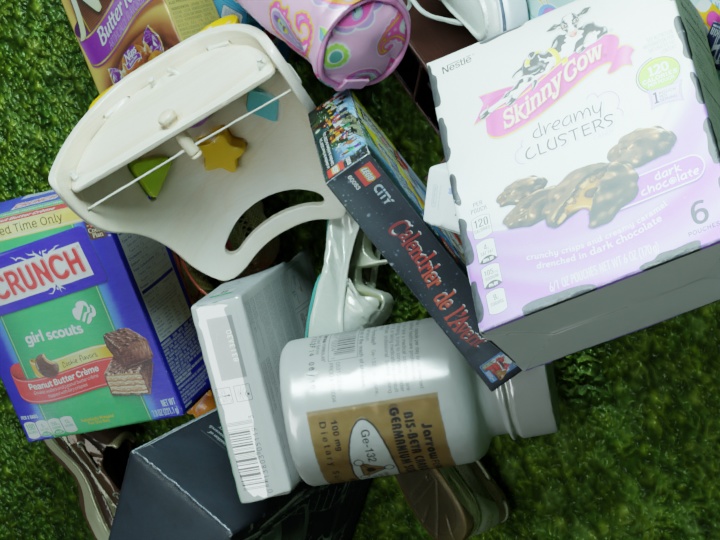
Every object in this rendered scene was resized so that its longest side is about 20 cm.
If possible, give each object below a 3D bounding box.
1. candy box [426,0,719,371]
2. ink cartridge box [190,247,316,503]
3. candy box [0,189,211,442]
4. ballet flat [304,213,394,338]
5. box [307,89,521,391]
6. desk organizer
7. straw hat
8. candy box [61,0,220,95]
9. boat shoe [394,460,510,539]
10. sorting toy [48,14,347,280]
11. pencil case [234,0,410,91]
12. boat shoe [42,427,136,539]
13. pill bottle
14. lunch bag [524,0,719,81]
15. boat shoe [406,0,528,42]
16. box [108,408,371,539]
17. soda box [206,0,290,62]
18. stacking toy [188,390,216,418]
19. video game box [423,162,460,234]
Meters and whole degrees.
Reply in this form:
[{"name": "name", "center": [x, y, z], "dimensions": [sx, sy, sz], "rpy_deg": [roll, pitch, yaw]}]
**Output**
[{"name": "candy box", "center": [0.142, -0.063, 1.245], "dimensions": [0.168, 0.072, 0.200], "rpy_deg": [-22, 57, 20]}, {"name": "ink cartridge box", "center": [-0.067, 0.078, 1.642], "dimensions": [0.050, 0.200, 0.161], "rpy_deg": [-12, 99, 15]}, {"name": "candy box", "center": [-0.235, 0.032, 1.731], "dimensions": [0.169, 0.077, 0.200], "rpy_deg": [-12, 107, 28]}, {"name": "ballet flat", "center": [0.000, 0.000, 1.622], "dimensions": [0.069, 0.069, 0.200], "rpy_deg": [11, 93, 39]}, {"name": "box", "center": [0.041, -0.024, 1.440], "dimensions": [0.038, 0.137, 0.200], "rpy_deg": [-35, 113, 9]}, {"name": "desk organizer", "center": [0.071, -0.119, 1.526], "dimensions": [0.200, 0.077, 0.072], "rpy_deg": [55, 133, 11]}, {"name": "straw hat", "center": [-0.115, -0.024, 1.725], "dimensions": [0.201, 0.085, 0.201], "rpy_deg": [51, 156, 34]}, {"name": "candy box", "center": [-0.180, -0.217, 1.636], "dimensions": [0.117, 0.056, 0.200], "rpy_deg": [-22, 89, 44]}, {"name": "boat shoe", "center": [0.049, 0.126, 1.663], "dimensions": [0.201, 0.063, 0.073], "rpy_deg": [57, 138, 20]}, {"name": "sorting toy", "center": [-0.103, -0.078, 1.560], "dimensions": [0.200, 0.107, 0.180], "rpy_deg": [-29, 122, 14]}, {"name": "pencil case", "center": [-0.048, -0.207, 1.480], "dimensions": [0.200, 0.087, 0.088], "rpy_deg": [43, 131, 38]}, {"name": "boat shoe", "center": [-0.244, 0.163, 1.934], "dimensions": [0.075, 0.075, 0.203], "rpy_deg": [-26, 94, 31]}, {"name": "pill bottle", "center": [0.047, 0.094, 1.555], "dimensions": [0.200, 0.114, 0.115], "rpy_deg": [-10, 102, 8]}, {"name": "lunch bag", "center": [0.197, -0.162, 1.377], "dimensions": [0.200, 0.077, 0.161], "rpy_deg": [45, 130, 36]}, {"name": "boat shoe", "center": [0.044, -0.227, 1.461], "dimensions": [0.075, 0.086, 0.202], "rpy_deg": [107, 143, -53]}, {"name": "box", "center": [-0.107, 0.223, 1.736], "dimensions": [0.124, 0.196, 0.200], "rpy_deg": [36, 128, 27]}, {"name": "soda box", "center": [-0.147, -0.231, 1.686], "dimensions": [0.200, 0.068, 0.064], "rpy_deg": [34, 125, 28]}, {"name": "stacking toy", "center": [-0.199, 0.072, 1.840], "dimensions": [0.200, 0.110, 0.116], "rpy_deg": [35, 142, 14]}, {"name": "video game box", "center": [0.173, -0.045, 1.376], "dimensions": [0.182, 0.200, 0.047], "rpy_deg": [22, 115, 34]}]
